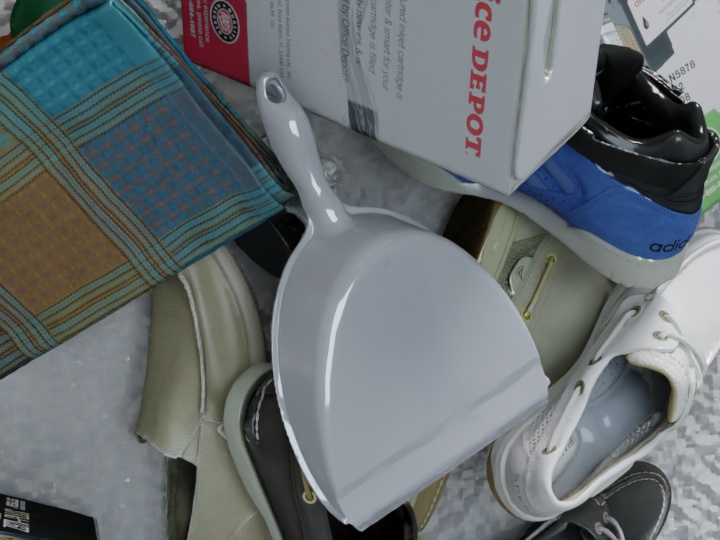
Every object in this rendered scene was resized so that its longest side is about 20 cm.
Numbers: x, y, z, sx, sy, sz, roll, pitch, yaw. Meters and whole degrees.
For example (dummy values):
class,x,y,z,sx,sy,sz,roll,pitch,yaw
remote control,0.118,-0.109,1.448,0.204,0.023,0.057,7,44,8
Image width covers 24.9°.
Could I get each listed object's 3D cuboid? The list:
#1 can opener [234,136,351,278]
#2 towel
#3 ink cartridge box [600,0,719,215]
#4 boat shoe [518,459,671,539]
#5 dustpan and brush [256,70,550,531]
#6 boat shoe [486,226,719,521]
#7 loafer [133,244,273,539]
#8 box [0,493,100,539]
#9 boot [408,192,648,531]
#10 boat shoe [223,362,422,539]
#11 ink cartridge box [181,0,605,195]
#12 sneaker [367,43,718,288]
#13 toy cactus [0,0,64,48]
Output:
class,x,y,z,sx,sy,sz,roll,pitch,yaw
can opener,-0.002,0.013,0.854,0.052,0.066,0.201,-13,63,-52
towel,-0.148,-0.035,0.777,0.199,0.022,0.147,-31,123,18
ink cartridge box,0.164,-0.146,0.909,0.145,0.084,0.202,-34,105,-24
boat shoe,0.108,0.179,0.934,0.199,0.057,0.067,-32,103,-15
dustpan and brush,0.000,0.000,0.770,0.139,0.057,0.202,-30,111,-28
boat shoe,0.153,0.056,0.865,0.071,0.069,0.200,46,72,-14
loafer,-0.085,0.067,0.848,0.068,0.075,0.203,-16,99,-23
box,-0.186,0.218,0.771,0.085,0.164,0.203,14,90,-11
boot,0.097,0.069,0.917,0.153,0.072,0.202,22,86,-22
boat shoe,-0.003,0.138,0.832,0.072,0.060,0.203,-44,120,-35
ink cartridge box,0.014,-0.144,0.753,0.083,0.198,0.147,-39,143,-41
sneaker,0.091,-0.083,0.843,0.199,0.112,0.077,32,46,20
toy cactus,-0.131,-0.156,0.772,0.101,0.165,0.202,25,90,8
